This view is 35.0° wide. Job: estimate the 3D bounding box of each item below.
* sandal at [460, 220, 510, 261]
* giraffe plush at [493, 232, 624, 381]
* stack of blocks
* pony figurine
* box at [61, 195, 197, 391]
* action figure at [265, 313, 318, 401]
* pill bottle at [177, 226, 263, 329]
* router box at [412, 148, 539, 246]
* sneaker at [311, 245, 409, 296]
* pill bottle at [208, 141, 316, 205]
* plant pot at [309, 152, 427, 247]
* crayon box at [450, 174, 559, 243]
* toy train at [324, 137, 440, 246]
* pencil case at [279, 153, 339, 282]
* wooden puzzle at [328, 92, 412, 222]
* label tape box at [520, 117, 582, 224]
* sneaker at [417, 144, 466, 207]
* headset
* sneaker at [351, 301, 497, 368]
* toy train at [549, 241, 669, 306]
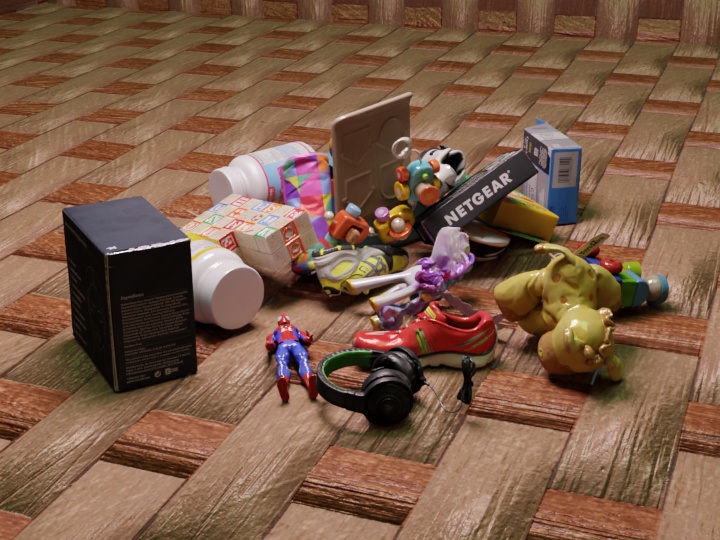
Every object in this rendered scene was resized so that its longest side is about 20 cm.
[{"bbox_3d":[0.198,-0.044,1.889,0.079,0.059,0.207,18,8,1],"label":"sandal"},{"bbox_3d":[0.285,0.071,1.521,0.172,0.200,0.163,6,54,-17],"label":"giraffe plush"},{"bbox_3d":[-0.175,-0.054,1.768,0.115,0.059,0.200,-37,32,-29],"label":"stack of blocks"},{"bbox_3d":[0.101,0.018,1.656,0.200,0.167,0.193,-24,21,-13],"label":"pony figurine"},{"bbox_3d":[-0.315,0.026,1.557,0.124,0.197,0.200,-13,27,-26],"label":"box"},{"bbox_3d":[-0.095,0.109,1.551,0.065,0.052,0.200,-9,22,-7],"label":"action figure"},{"bbox_3d":[-0.240,0.011,1.693,0.114,0.115,0.200,-20,30,-37],"label":"pill bottle"},{"bbox_3d":[0.179,-0.116,1.838,0.200,0.051,0.149,-36,5,-1],"label":"router box"},{"bbox_3d":[0.000,0.000,1.776,0.075,0.077,0.200,-8,-3,44],"label":"sneaker"},{"bbox_3d":[-0.176,-0.168,2.117,0.200,0.109,0.109,-20,30,-37],"label":"pill bottle"},{"bbox_3d":[0.024,-0.118,1.963,0.199,0.142,0.141,-3,22,-26],"label":"plant pot"},{"bbox_3d":[0.254,-0.106,1.981,0.127,0.051,0.200,14,16,-28],"label":"crayon box"},{"bbox_3d":[0.044,-0.098,1.743,0.150,0.200,0.056,26,19,-46],"label":"toy train"},{"bbox_3d":[-0.080,-0.085,1.813,0.088,0.201,0.088,-6,-5,-1],"label":"pencil case"},{"bbox_3d":[0.011,-0.171,1.802,0.046,0.201,0.185,22,33,35],"label":"wooden puzzle"},{"bbox_3d":[0.334,-0.184,2.093,0.066,0.144,0.200,-6,24,-14],"label":"label tape box"},{"bbox_3d":[0.141,-0.169,1.893,0.088,0.074,0.200,-35,15,20],"label":"sneaker"},{"bbox_3d":[0.043,0.131,1.429,0.199,0.094,0.124,11,25,12],"label":"headset"},{"bbox_3d":[0.086,0.082,1.553,0.199,0.085,0.077,-2,22,-3],"label":"sneaker"},{"bbox_3d":[0.377,0.000,1.754,0.115,0.085,0.200,3,21,-19],"label":"toy train"}]
